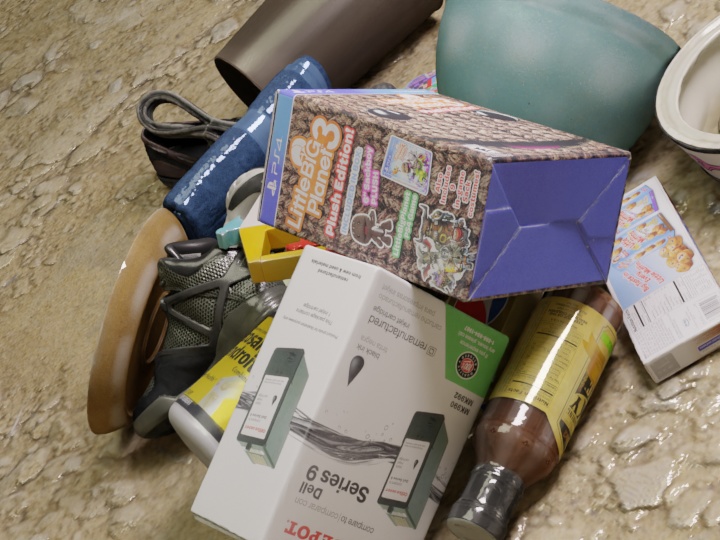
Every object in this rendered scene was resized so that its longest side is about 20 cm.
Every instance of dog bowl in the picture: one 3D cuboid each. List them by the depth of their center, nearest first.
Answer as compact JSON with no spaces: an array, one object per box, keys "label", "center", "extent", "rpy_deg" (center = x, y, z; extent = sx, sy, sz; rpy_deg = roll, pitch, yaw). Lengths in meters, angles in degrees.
[{"label":"dog bowl","center":[0.326,-0.134,1.392],"extent":[0.200,0.074,0.200],"rpy_deg":[-26,32,18]}]

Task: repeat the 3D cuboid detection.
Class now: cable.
[{"label":"cable","center":[-0.136,-0.132,1.792],"extent":[0.200,0.050,0.097],"rpy_deg":[39,99,22]}]

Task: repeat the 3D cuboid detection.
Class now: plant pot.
[{"label":"plant pot","center":[0.144,-0.140,1.495],"extent":[0.200,0.200,0.135],"rpy_deg":[14,83,53]},{"label":"plant pot","center":[-0.183,0.047,1.578],"extent":[0.027,0.200,0.200],"rpy_deg":[17,48,7]}]

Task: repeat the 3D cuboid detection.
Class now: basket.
[{"label":"basket","center":[-0.038,-0.241,1.854],"extent":[0.200,0.136,0.180],"rpy_deg":[-47,19,-10]}]

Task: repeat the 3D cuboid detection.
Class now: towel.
[{"label":"towel","center":[-0.094,-0.095,1.677],"extent":[0.048,0.112,0.200],"rpy_deg":[32,68,24]}]

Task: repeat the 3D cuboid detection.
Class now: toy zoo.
[{"label":"toy zoo","center":[-0.015,-0.037,1.460],"extent":[0.199,0.021,0.131],"rpy_deg":[-9,26,6]}]

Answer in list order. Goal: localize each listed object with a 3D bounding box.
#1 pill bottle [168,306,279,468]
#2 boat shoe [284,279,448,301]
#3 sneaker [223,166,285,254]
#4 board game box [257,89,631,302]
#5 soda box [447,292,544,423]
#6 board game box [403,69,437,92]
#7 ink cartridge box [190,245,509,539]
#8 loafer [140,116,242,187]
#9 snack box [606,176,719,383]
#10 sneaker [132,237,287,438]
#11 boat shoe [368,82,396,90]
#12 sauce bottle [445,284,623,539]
[{"label":"pill bottle","center":[-0.041,0.083,1.421],"extent":[0.200,0.112,0.112],"rpy_deg":[-43,31,-11]},{"label":"boat shoe","center":[0.000,0.000,1.536],"extent":[0.200,0.072,0.076],"rpy_deg":[-10,38,38]},{"label":"sneaker","center":[-0.094,-0.007,1.591],"extent":[0.200,0.073,0.080],"rpy_deg":[119,160,-44]},{"label":"board game box","center":[0.057,-0.058,1.290],"extent":[0.200,0.097,0.159],"rpy_deg":[21,18,39]},{"label":"soda box","center":[0.117,0.014,1.377],"extent":[0.068,0.064,0.200],"rpy_deg":[-2,53,45]},{"label":"board game box","center":[0.046,-0.140,1.713],"extent":[0.200,0.039,0.158],"rpy_deg":[-49,32,-20]},{"label":"ink cartridge box","center":[-0.005,0.105,1.259],"extent":[0.084,0.146,0.201],"rpy_deg":[17,83,48]},{"label":"loafer","center":[-0.146,-0.122,1.861],"extent":[0.200,0.063,0.072],"rpy_deg":[-2,45,44]},{"label":"snack box","center":[0.216,0.002,1.360],"extent":[0.072,0.024,0.200],"rpy_deg":[-32,30,11]},{"label":"sneaker","center":[-0.136,0.049,1.526],"extent":[0.200,0.076,0.114],"rpy_deg":[-50,64,33]},{"label":"boat shoe","center":[0.003,-0.086,1.569],"extent":[0.201,0.072,0.066],"rpy_deg":[119,156,-59]},{"label":"sauce bottle","center":[0.118,0.100,1.284],"extent":[0.065,0.065,0.200],"rpy_deg":[2,54,46]}]
